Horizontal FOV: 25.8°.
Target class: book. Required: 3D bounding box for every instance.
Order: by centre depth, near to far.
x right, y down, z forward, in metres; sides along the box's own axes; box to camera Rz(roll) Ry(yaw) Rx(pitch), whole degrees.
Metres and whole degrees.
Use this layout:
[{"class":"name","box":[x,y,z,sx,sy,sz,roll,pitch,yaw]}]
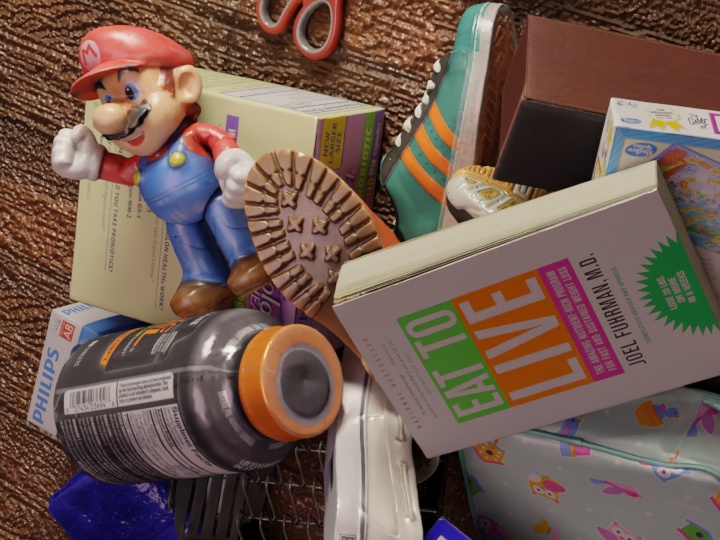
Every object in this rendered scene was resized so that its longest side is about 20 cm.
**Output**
[{"class":"book","box":[0.103,0.028,0.918,0.199,0.048,0.134,-20,118,21]}]

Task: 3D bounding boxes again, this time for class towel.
[{"class":"towel","box":[-0.149,0.228,1.202,0.200,0.050,0.148,49,141,-3]}]

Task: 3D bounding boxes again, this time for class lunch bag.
[{"class":"lunch bag","box":[0.162,0.140,1.011,0.199,0.077,0.161,11,135,31]}]

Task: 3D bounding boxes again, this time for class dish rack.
[{"class":"dish rack","box":[-0.035,0.130,1.095,0.199,0.055,0.154,3,60,10]}]

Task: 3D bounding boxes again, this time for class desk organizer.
[{"class":"desk organizer","box":[0.186,-0.087,0.950,0.199,0.077,0.072,11,141,-4]}]

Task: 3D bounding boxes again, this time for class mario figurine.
[{"class":"mario figurine","box":[-0.136,-0.065,1.036,0.123,0.106,0.201,-27,94,-3]}]

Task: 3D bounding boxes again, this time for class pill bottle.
[{"class":"pill bottle","box":[-0.104,0.083,1.031,0.199,0.106,0.107,-12,93,43]}]

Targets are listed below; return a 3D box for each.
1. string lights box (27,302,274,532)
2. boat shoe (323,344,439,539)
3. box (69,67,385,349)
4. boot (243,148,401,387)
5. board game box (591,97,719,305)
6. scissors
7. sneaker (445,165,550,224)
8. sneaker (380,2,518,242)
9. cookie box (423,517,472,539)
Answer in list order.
[{"class":"string lights box","box":[-0.158,0.110,1.223,0.199,0.059,0.103,25,111,23]},{"class":"boat shoe","box":[0.015,0.115,1.007,0.069,0.200,0.071,8,122,-6]},{"class":"box","box":[-0.099,-0.047,1.138,0.199,0.097,0.177,15,106,28]},{"class":"boot","box":[0.000,0.000,1.020,0.075,0.107,0.200,-36,100,14]},{"class":"board game box","box":[0.230,-0.022,0.915,0.199,0.034,0.135,8,124,-2]},{"class":"scissors","box":[-0.004,-0.233,1.096,0.073,0.014,0.200,47,120,16]},{"class":"sneaker","box":[0.125,0.017,1.013,0.200,0.076,0.088,38,125,-2]},{"class":"sneaker","box":[0.052,-0.086,1.059,0.080,0.071,0.201,17,109,22]},{"class":"cookie box","box":[0.101,0.260,1.023,0.171,0.200,0.075,37,76,18]}]
